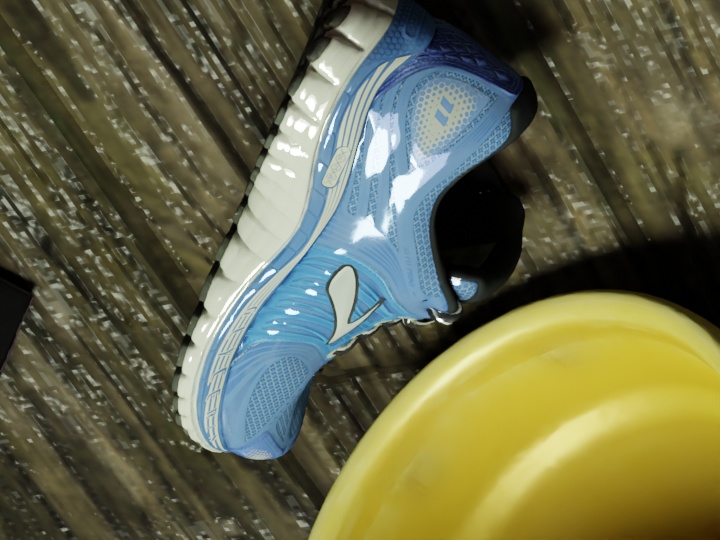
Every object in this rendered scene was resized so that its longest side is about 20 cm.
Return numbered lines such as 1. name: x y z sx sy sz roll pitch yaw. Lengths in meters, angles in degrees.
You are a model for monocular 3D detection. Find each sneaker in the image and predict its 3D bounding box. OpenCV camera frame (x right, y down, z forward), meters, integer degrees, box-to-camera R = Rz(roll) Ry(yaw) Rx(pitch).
1. sneaker: 0.000 0.000 0.912 0.089 0.079 0.200 24 137 -2

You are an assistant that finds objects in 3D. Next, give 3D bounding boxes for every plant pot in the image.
1. plant pot: 0.108 0.134 0.943 0.200 0.201 0.189 -23 140 36

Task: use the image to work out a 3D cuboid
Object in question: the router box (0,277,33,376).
1. router box: -0.236 0.019 1.031 0.199 0.051 0.149 28 135 -10
